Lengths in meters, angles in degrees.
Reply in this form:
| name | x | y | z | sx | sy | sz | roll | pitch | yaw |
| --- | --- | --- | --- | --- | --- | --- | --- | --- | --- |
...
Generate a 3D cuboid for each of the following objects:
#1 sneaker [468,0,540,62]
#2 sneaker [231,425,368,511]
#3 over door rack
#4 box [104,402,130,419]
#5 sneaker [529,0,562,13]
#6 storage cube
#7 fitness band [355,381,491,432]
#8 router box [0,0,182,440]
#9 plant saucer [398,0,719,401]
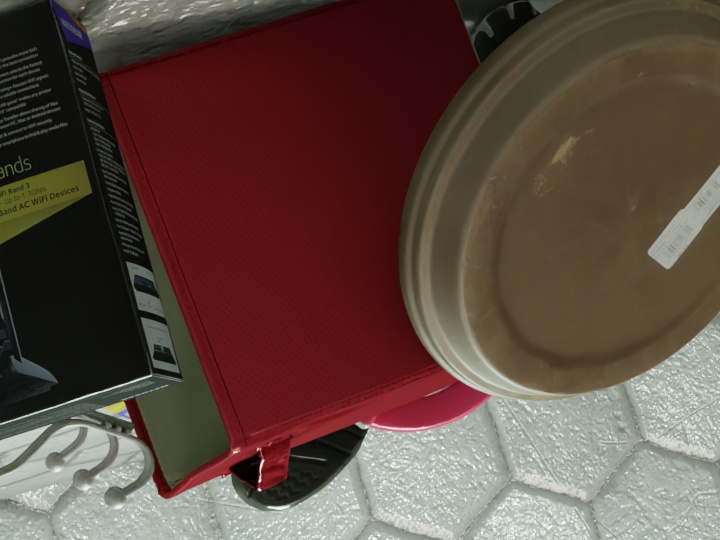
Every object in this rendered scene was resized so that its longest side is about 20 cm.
| name | x | y | z | sx | sy | sz | roll | pitch | yaw |
| --- | --- | --- | --- | --- | --- | --- | --- | --- | --- |
| sneaker | 0.104 | -0.108 | 1.008 | 0.199 | 0.076 | 0.086 | -3 | 175 | -42 |
| sneaker | -0.032 | 0.074 | 1.255 | 0.076 | 0.201 | 0.114 | 28 | 159 | -10 |
| over door rack | -0.213 | 0.059 | 0.945 | 0.199 | 0.067 | 0.147 | 33 | 170 | -21 |
| box | -0.169 | 0.014 | 1.035 | 0.199 | 0.049 | 0.117 | 29 | 143 | -32 |
| sneaker | 0.176 | -0.153 | 0.829 | 0.198 | 0.071 | 0.099 | -14 | 175 | 27 |
| storage cube | -0.030 | -0.011 | 0.907 | 0.178 | 0.202 | 0.171 | -20 | 173 | -21 |
| fitness band | 0.000 | 0.000 | 1.030 | 0.144 | 0.199 | 0.037 | -53 | -177 | -13 |
| router box | -0.189 | -0.002 | 0.768 | 0.198 | 0.159 | 0.052 | -17 | 172 | 6 |
| plant saucer | 0.108 | -0.026 | 0.808 | 0.198 | 0.202 | 0.029 | -13 | -146 | -26 |
